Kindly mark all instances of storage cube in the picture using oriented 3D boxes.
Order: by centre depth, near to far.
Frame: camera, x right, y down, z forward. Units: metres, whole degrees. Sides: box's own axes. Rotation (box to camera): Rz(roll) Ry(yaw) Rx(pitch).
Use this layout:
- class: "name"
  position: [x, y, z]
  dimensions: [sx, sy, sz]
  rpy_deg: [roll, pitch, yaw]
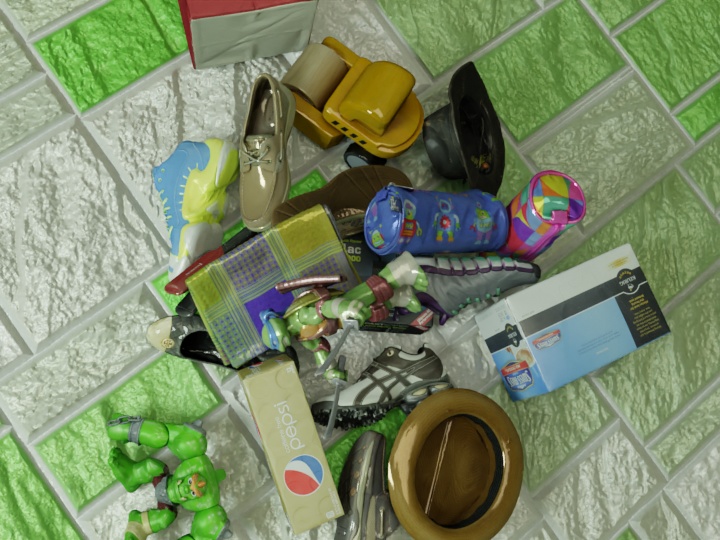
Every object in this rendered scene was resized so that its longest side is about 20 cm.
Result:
- class: "storage cube"
  position: [-0.160, -0.392, 1.171]
  dimensions: [0.168, 0.200, 0.182]
  rpy_deg: [-12, 83, -11]

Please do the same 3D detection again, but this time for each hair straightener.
- class: "hair straightener"
  position: [-0.167, -0.004, 1.143]
  dimensions: [0.040, 0.078, 0.200]
  rpy_deg: [11, 43, 33]

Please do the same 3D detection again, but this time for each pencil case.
- class: "pencil case"
  position: [0.096, -0.064, 1.113]
  dimensions: [0.198, 0.078, 0.088]
  rpy_deg: [-1, 92, -36]
- class: "pencil case"
  position: [0.222, -0.053, 1.171]
  dimensions: [0.087, 0.200, 0.090]
  rpy_deg: [5, 66, -10]

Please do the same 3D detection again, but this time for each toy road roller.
- class: "toy road roller"
  position: [-0.006, -0.234, 1.188]
  dimensions: [0.199, 0.146, 0.124]
  rpy_deg: [35, 72, -2]

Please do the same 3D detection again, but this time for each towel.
- class: "towel"
  position: [-0.099, 0.019, 1.070]
  dimensions: [0.198, 0.023, 0.145]
  rpy_deg: [-27, 120, -12]

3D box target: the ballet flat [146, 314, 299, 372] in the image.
- class: "ballet flat"
  position: [-0.170, 0.101, 1.110]
  dimensions: [0.197, 0.067, 0.057]
  rpy_deg: [15, 38, -11]

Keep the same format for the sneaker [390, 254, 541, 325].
- class: "sneaker"
  position: [0.134, 0.027, 1.139]
  dimensions: [0.197, 0.074, 0.089]
  rpy_deg: [1, 86, -5]

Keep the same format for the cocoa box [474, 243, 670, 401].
- class: "cocoa box"
  position: [0.279, 0.072, 1.180]
  dimensions: [0.198, 0.133, 0.133]
  rpy_deg: [-22, 82, -16]

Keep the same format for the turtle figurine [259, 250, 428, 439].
- class: "turtle figurine"
  position: [-0.002, 0.077, 1.018]
  dimensions: [0.192, 0.200, 0.145]
  rpy_deg: [-28, 126, -18]

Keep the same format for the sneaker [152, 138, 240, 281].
- class: "sneaker"
  position: [-0.229, -0.079, 1.154]
  dimensions: [0.104, 0.076, 0.203]
  rpy_deg: [15, 79, 19]

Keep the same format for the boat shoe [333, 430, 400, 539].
- class: "boat shoe"
  position: [0.011, 0.303, 1.106]
  dimensions: [0.072, 0.074, 0.203]
  rpy_deg: [13, 83, -19]

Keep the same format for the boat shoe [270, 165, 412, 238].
- class: "boat shoe"
  position: [-0.026, -0.077, 1.132]
  dimensions: [0.198, 0.063, 0.074]
  rpy_deg: [-19, 65, -20]

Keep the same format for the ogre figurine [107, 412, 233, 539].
- class: "ogre figurine"
  position: [-0.225, 0.259, 1.052]
  dimensions: [0.118, 0.098, 0.202]
  rpy_deg: [-17, 64, 3]

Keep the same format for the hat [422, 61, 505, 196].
- class: "hat"
  position: [0.134, -0.183, 1.221]
  dimensions: [0.080, 0.200, 0.204]
  rpy_deg: [-5, 73, 28]

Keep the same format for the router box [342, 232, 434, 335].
- class: "router box"
  position: [0.000, 0.000, 1.176]
  dimensions: [0.197, 0.062, 0.152]
  rpy_deg: [4, 74, -11]

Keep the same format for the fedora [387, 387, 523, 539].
- class: "fedora"
  position: [0.111, 0.251, 1.122]
  dimensions: [0.198, 0.082, 0.204]
  rpy_deg: [4, 79, -19]

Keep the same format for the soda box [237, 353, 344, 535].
- class: "soda box"
  position: [-0.085, 0.209, 1.077]
  dimensions: [0.067, 0.064, 0.203]
  rpy_deg: [-19, 98, -12]

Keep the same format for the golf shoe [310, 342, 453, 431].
- class: "golf shoe"
  position: [0.021, 0.147, 1.142]
  dimensions: [0.197, 0.078, 0.096]
  rpy_deg: [-7, 68, -26]

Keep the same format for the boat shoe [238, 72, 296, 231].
- class: "boat shoe"
  position: [-0.127, -0.152, 1.133]
  dimensions: [0.071, 0.065, 0.203]
  rpy_deg: [2, 76, 22]
